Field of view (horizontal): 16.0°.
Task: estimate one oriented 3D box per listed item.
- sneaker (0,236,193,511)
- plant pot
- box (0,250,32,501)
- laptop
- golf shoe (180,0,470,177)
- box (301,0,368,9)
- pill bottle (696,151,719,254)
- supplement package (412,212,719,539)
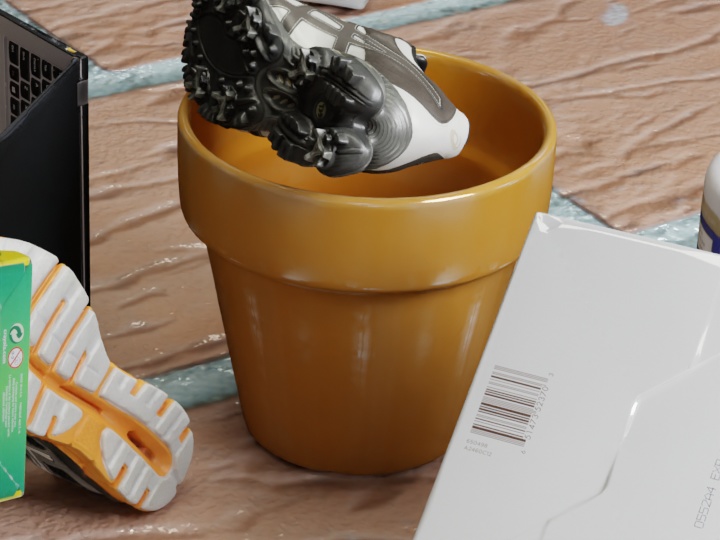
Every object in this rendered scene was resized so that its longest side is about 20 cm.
[{"bbox_3d":[-0.165,0.054,1.290,0.077,0.200,0.079,10,57,39],"label":"sneaker"},{"bbox_3d":[0.000,0.000,1.379,0.198,0.185,0.201,2,28,-1],"label":"plant pot"},{"bbox_3d":[-0.246,0.036,1.221,0.199,0.118,0.048,10,12,35],"label":"box"},{"bbox_3d":[-0.210,-0.028,1.409,0.115,0.189,0.200,-19,34,-36],"label":"laptop"},{"bbox_3d":[-0.022,-0.096,1.301,0.094,0.078,0.200,5,24,-35],"label":"golf shoe"},{"bbox_3d":[-0.066,-0.326,2.017,0.197,0.172,0.200,8,28,10],"label":"box"},{"bbox_3d":[0.224,0.042,1.298,0.119,0.201,0.120,2,27,-1],"label":"pill bottle"},{"bbox_3d":[0.126,0.100,1.170,0.155,0.111,0.201,14,69,22],"label":"supplement package"}]
